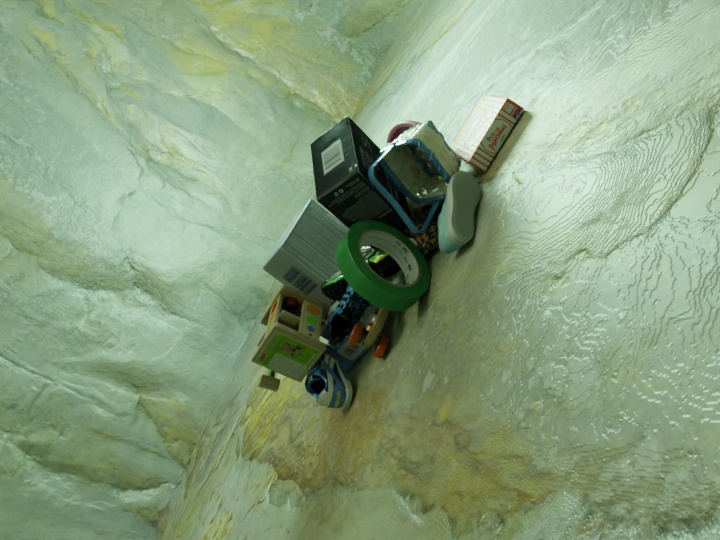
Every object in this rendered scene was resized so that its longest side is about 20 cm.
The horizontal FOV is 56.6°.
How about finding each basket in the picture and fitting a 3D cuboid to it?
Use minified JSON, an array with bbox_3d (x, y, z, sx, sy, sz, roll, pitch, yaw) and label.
[{"bbox_3d":[0.115,-0.197,1.400,0.139,0.177,0.200,-16,32,46],"label":"basket"}]

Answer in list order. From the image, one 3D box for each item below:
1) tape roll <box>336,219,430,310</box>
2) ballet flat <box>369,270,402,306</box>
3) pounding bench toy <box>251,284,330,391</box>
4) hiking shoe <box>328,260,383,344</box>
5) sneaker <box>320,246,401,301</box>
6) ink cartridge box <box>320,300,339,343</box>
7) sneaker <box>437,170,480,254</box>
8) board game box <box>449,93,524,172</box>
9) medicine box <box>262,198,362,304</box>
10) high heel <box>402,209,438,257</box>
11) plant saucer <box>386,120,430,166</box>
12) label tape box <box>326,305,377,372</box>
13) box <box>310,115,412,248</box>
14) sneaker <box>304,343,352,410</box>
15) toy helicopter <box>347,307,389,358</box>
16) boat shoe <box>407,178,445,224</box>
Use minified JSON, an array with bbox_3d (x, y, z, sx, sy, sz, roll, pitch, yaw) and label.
[{"bbox_3d":[0.048,-0.012,1.362,0.048,0.200,0.201,-50,18,38],"label":"tape roll"},{"bbox_3d":[0.052,0.022,1.541,0.200,0.072,0.072,-51,13,-6],"label":"ballet flat"},{"bbox_3d":[-0.171,0.160,1.526,0.200,0.124,0.156,-54,19,33],"label":"pounding bench toy"},{"bbox_3d":[-0.009,0.071,1.431,0.087,0.074,0.201,-70,5,-57],"label":"hiking shoe"},{"bbox_3d":[0.000,0.000,1.504,0.199,0.078,0.085,-29,44,1],"label":"sneaker"},{"bbox_3d":[-0.073,0.110,1.625,0.094,0.044,0.200,-60,12,-2],"label":"ink cartridge box"},{"bbox_3d":[0.185,-0.117,1.340,0.082,0.074,0.201,-44,20,46],"label":"sneaker"},{"bbox_3d":[0.269,-0.305,1.462,0.152,0.046,0.200,-59,14,11],"label":"board game box"},{"bbox_3d":[-0.107,-0.039,1.616,0.103,0.182,0.200,-41,16,44],"label":"medicine box"},{"bbox_3d":[0.122,-0.119,1.476,0.143,0.071,0.201,-52,47,51],"label":"high heel"},{"bbox_3d":[0.146,-0.263,1.578,0.051,0.201,0.200,-34,-1,-29],"label":"plant saucer"},{"bbox_3d":[-0.020,0.134,1.612,0.143,0.066,0.201,-50,19,39],"label":"label tape box"},{"bbox_3d":[0.001,-0.190,1.458,0.117,0.200,0.197,-32,42,23],"label":"box"},{"bbox_3d":[-0.088,0.230,1.497,0.200,0.082,0.074,53,131,51],"label":"sneaker"},{"bbox_3d":[0.042,0.095,1.454,0.200,0.079,0.133,-64,-1,-75],"label":"toy helicopter"},{"bbox_3d":[0.149,-0.139,1.537,0.200,0.071,0.077,-39,38,58],"label":"boat shoe"}]
